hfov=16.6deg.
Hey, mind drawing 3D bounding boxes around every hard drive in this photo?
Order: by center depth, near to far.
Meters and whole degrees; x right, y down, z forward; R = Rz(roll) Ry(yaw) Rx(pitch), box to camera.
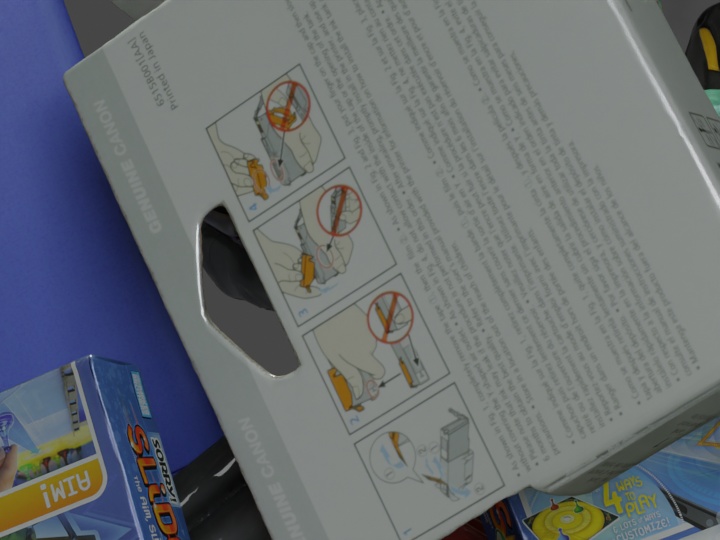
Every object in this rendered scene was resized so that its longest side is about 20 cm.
[{"bbox_3d":[-0.133,0.010,0.835,0.132,0.025,0.200,-23,101,-18],"label":"hard drive"}]

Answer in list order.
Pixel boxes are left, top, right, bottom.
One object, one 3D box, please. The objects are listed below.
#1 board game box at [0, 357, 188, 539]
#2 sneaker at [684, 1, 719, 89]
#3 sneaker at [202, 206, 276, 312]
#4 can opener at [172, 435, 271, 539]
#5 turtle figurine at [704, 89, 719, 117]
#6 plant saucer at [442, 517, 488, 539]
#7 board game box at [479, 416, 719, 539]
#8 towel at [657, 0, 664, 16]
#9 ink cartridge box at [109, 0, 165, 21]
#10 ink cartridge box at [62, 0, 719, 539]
[{"bbox_3d":[-0.143,0.125,0.769,0.200,0.034,0.135,-22,75,17],"label":"board game box"},{"bbox_3d":[0.118,-0.014,0.911,0.090,0.070,0.200,6,70,-11],"label":"sneaker"},{"bbox_3d":[0.000,0.000,0.880,0.200,0.088,0.074,39,68,-3],"label":"sneaker"},{"bbox_3d":[-0.063,0.116,0.835,0.200,0.067,0.053,-39,40,-16],"label":"can opener"},{"bbox_3d":[0.160,-0.018,0.790,0.150,0.101,0.200,52,53,-6],"label":"turtle figurine"},{"bbox_3d":[0.038,0.168,0.846,0.200,0.037,0.200,31,67,2],"label":"plant saucer"},{"bbox_3d":[0.125,0.032,0.844,0.200,0.034,0.135,-18,82,-20],"label":"board game box"},{"bbox_3d":[0.036,-0.075,0.815,0.147,0.022,0.200,-10,79,-18],"label":"towel"},{"bbox_3d":[-0.019,-0.144,0.905,0.200,0.129,0.125,38,68,5],"label":"ink cartridge box"},{"bbox_3d":[0.021,-0.021,0.744,0.174,0.044,0.200,-33,72,24],"label":"ink cartridge box"}]
